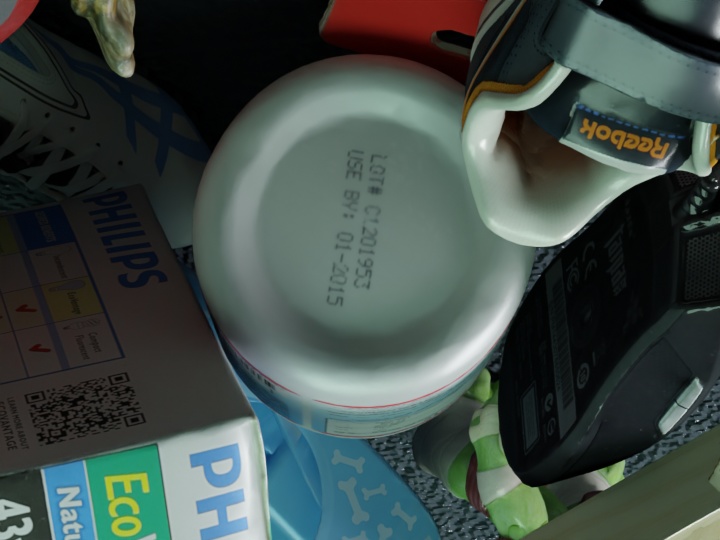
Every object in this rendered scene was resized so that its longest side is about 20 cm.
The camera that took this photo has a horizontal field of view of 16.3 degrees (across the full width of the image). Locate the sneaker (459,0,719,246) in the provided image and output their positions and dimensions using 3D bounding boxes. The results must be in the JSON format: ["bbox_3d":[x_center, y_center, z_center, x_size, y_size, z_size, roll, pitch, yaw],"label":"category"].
[{"bbox_3d":[0.086,-0.077,0.681,0.078,0.080,0.200,18,144,-10],"label":"sneaker"}]

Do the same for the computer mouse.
[{"bbox_3d":[0.104,0.023,0.750,0.046,0.141,0.200,12,136,-20],"label":"computer mouse"}]

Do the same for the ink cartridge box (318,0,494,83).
[{"bbox_3d":[0.066,-0.135,0.732,0.115,0.068,0.200,15,145,-7],"label":"ink cartridge box"}]

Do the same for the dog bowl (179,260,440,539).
[{"bbox_3d":[-0.047,0.066,1.001,0.200,0.050,0.111,46,163,-11],"label":"dog bowl"}]

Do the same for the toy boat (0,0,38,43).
[{"bbox_3d":[-0.169,-0.028,0.753,0.200,0.131,0.130,-34,170,35],"label":"toy boat"}]

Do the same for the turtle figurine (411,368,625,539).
[{"bbox_3d":[0.107,0.084,0.973,0.143,0.194,0.202,-5,109,-17],"label":"turtle figurine"}]

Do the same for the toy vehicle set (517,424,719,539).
[{"bbox_3d":[0.136,0.091,0.834,0.199,0.027,0.125,-28,142,-9],"label":"toy vehicle set"}]

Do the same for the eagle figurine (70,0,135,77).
[{"bbox_3d":[-0.038,-0.143,0.640,0.151,0.152,0.200,13,138,-32],"label":"eagle figurine"}]

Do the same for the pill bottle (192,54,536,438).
[{"bbox_3d":[0.000,0.000,0.860,0.108,0.110,0.200,10,172,0],"label":"pill bottle"}]

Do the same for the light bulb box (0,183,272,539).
[{"bbox_3d":[-0.142,0.078,0.818,0.198,0.198,0.126,-11,116,-11],"label":"light bulb box"}]

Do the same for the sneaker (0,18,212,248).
[{"bbox_3d":[-0.126,-0.057,0.890,0.072,0.073,0.200,-22,136,36],"label":"sneaker"}]
